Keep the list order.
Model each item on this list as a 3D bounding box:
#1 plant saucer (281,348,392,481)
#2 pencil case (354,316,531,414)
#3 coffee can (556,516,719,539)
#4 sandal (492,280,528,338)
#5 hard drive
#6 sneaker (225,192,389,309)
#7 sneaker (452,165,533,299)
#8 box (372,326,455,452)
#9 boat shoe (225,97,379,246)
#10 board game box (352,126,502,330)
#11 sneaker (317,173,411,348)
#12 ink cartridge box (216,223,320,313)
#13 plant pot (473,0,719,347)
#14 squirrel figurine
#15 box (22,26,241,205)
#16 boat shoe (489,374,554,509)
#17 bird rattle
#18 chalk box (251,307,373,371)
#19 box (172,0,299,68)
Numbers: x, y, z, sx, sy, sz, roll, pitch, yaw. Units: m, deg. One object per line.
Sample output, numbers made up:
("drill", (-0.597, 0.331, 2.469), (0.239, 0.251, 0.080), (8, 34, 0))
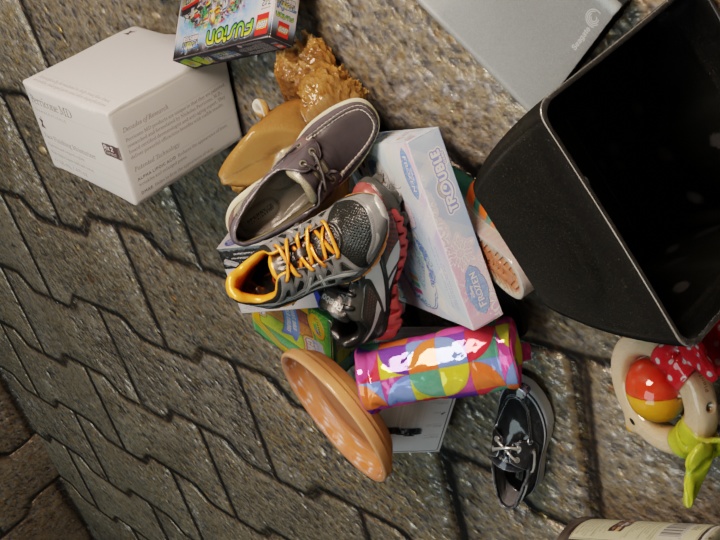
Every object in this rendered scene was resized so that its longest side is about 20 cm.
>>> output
("plant saucer", (-0.024, 0.175, 1.049), (0.200, 0.037, 0.202), (45, 159, 22))
("pencil case", (0.091, 0.107, 0.939), (0.195, 0.089, 0.090), (-11, 118, 16))
("coffee can", (0.333, 0.359, 0.941), (0.198, 0.146, 0.148), (-19, 107, 53))
("sandal", (0.115, 0.006, 0.968), (0.201, 0.045, 0.075), (50, 145, 3))
("hard drive", (0.126, -0.252, 0.741), (0.200, 0.033, 0.140), (46, 144, 8))
("sneaker", (-0.054, -0.012, 0.835), (0.198, 0.077, 0.080), (-33, 76, 30))
("sneaker", (0.139, -0.056, 0.876), (0.201, 0.079, 0.072), (52, 163, 37))
("box", (0.063, 0.161, 1.098), (0.203, 0.113, 0.061), (97, 169, -46))
("boat shoe", (-0.057, -0.092, 0.848), (0.072, 0.199, 0.065), (49, -174, -22))
("board game box", (0.061, -0.051, 0.909), (0.204, 0.043, 0.198), (69, 165, -15))
("sneaker", (0.000, 0.000, 0.885), (0.070, 0.097, 0.205), (33, 135, 38))
("ink cartridge box", (-0.065, -0.006, 0.998), (0.195, 0.045, 0.096), (-6, 120, 22))
("plant pot", (0.210, -0.071, 0.684), (0.202, 0.199, 0.177), (55, 158, -6))
("squirrel figurine", (-0.069, -0.160, 0.958), (0.139, 0.187, 0.203), (26, 104, -17))
("box", (-0.298, -0.214, 1.112), (0.196, 0.199, 0.133), (23, 137, 34))
("boat shoe", (0.193, 0.220, 1.046), (0.071, 0.068, 0.204), (25, 137, 32))
("bird rattle", (0.301, 0.119, 0.815), (0.162, 0.111, 0.204), (12, 128, 63))
("chalk box", (-0.040, 0.052, 1.117), (0.198, 0.123, 0.127), (29, 140, 29))
("box", (-0.142, -0.300, 0.951), (0.197, 0.034, 0.113), (4, 85, 47))
